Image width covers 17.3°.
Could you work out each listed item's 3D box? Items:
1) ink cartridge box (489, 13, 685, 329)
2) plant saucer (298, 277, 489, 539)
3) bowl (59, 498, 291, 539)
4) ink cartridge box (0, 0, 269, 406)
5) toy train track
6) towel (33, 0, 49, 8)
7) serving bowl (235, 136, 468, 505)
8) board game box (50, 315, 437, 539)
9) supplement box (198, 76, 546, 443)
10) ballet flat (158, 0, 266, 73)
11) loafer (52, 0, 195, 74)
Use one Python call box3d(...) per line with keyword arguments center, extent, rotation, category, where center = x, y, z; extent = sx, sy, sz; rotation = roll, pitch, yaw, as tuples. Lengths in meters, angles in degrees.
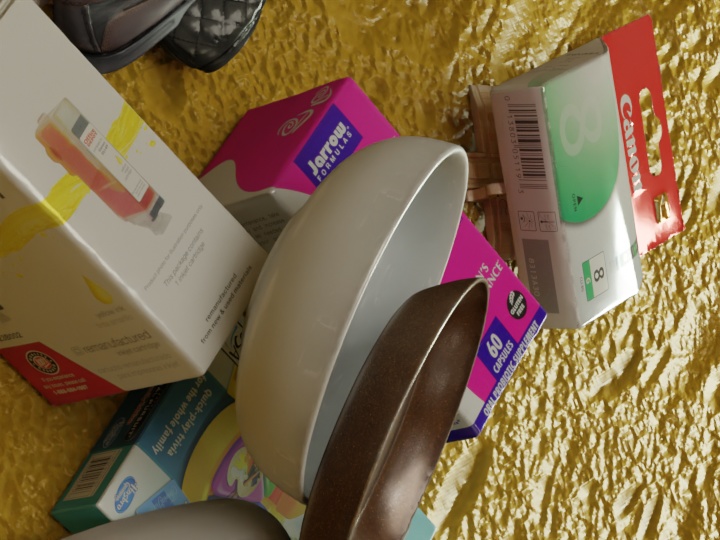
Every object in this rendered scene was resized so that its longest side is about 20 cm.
box3d(center=(0.167, -0.069, 1.555), extent=(0.199, 0.050, 0.162), rotation=(-27, 112, -45), category="ink cartridge box")
box3d(center=(0.014, 0.091, 1.246), extent=(0.034, 0.201, 0.201), rotation=(22, 57, 11), category="plant saucer")
box3d(center=(-0.098, 0.230, 1.222), extent=(0.199, 0.074, 0.201), rotation=(-15, 99, -29), category="bowl")
box3d(center=(-0.166, -0.032, 1.208), extent=(0.200, 0.145, 0.084), rotation=(48, 55, -24), category="ink cartridge box")
box3d(center=(0.064, -0.065, 1.500), extent=(0.199, 0.032, 0.116), rotation=(-2, 82, -42), category="toy train track")
box3d(center=(-0.202, -0.246, 1.300), extent=(0.200, 0.032, 0.192), rotation=(-47, 112, -37), category="towel")
box3d(center=(-0.014, 0.017, 1.225), extent=(0.065, 0.201, 0.201), rotation=(24, 56, 11), category="serving bowl")
box3d(center=(-0.060, 0.141, 1.332), extent=(0.200, 0.047, 0.151), rotation=(48, 53, -24), category="board game box")
box3d(center=(0.000, 0.000, 1.382), extent=(0.200, 0.103, 0.101), rotation=(48, 54, -22), category="supplement box")
box3d(center=(-0.064, -0.204, 1.390), extent=(0.057, 0.066, 0.201), rotation=(43, 55, -29), category="ballet flat")
box3d(center=(-0.099, -0.193, 1.324), extent=(0.200, 0.072, 0.063), rotation=(-50, 153, -27), category="loafer")
